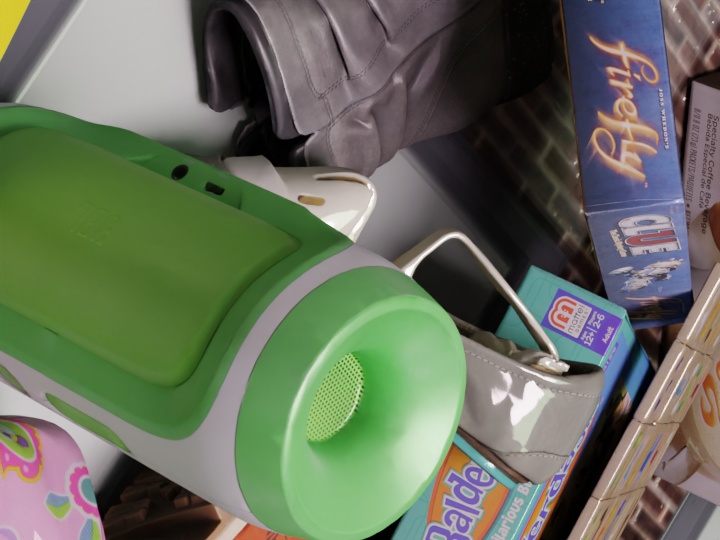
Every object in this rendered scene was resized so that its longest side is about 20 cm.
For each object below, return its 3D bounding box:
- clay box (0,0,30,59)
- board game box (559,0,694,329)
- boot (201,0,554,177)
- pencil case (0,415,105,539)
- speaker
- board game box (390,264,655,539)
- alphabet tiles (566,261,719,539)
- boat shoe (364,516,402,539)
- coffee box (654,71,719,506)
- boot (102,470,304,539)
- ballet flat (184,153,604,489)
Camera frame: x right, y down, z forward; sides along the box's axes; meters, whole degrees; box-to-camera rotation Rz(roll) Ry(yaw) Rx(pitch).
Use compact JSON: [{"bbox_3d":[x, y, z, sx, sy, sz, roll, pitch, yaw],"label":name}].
[{"bbox_3d":[-0.143,-0.083,0.632,0.114,0.048,0.201,-8,139,-49],"label":"clay box"},{"bbox_3d":[0.098,-0.063,0.862,0.200,0.034,0.137,54,30,-75],"label":"board game box"},{"bbox_3d":[0.001,-0.117,0.824,0.131,0.070,0.201,-32,125,-27],"label":"boot"},{"bbox_3d":[-0.167,0.068,0.717,0.199,0.087,0.088,21,92,-51],"label":"pencil case"},{"bbox_3d":[-0.064,0.010,0.706,0.088,0.199,0.089,-23,124,-39],"label":"speaker"},{"bbox_3d":[0.066,0.092,0.950,0.153,0.045,0.200,-62,165,-5],"label":"board game box"},{"bbox_3d":[0.117,0.078,0.976,0.168,0.008,0.200,-62,168,2],"label":"alphabet tiles"},{"bbox_3d":[-0.014,0.106,0.917,0.069,0.056,0.201,36,80,-49],"label":"boat shoe"},{"bbox_3d":[0.207,0.014,1.071,0.079,0.114,0.201,-19,122,-41],"label":"coffee box"},{"bbox_3d":[-0.065,0.148,0.808,0.108,0.075,0.200,61,38,-16],"label":"boot"},{"bbox_3d":[0.000,0.000,0.817,0.199,0.067,0.064,35,96,-12],"label":"ballet flat"}]
